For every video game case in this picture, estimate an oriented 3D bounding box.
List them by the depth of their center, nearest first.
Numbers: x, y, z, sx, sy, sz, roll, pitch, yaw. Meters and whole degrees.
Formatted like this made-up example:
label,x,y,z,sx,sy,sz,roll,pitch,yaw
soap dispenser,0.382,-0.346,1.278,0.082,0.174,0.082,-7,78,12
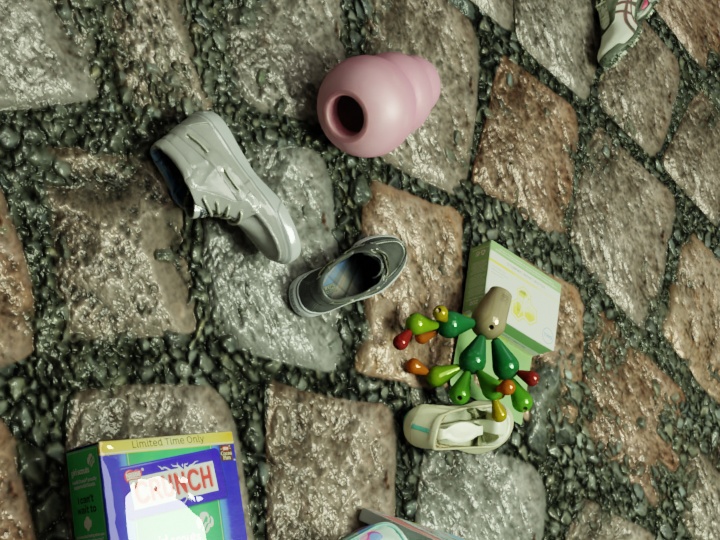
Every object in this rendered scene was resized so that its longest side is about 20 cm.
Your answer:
label,x,y,z,sx,sy,sz,roll,pitch,yaw
video game case,0.113,0.323,1.663,0.199,0.143,0.018,24,83,-36

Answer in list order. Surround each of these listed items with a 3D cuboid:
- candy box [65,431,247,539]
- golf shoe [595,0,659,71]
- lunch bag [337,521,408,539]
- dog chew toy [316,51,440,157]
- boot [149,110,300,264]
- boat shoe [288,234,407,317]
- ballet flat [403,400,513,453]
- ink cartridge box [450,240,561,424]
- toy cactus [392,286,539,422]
label,x,y,z,sx,sy,sz,roll,pitch,yaw
candy box,-0.198,0.267,1.429,0.168,0.077,0.202,0,75,-43
golf shoe,0.395,-0.385,2.220,0.088,0.077,0.200,36,50,-5
lunch bag,0.018,0.384,1.551,0.160,0.077,0.201,-26,84,-23
dog chew toy,0.033,-0.216,1.780,0.200,0.124,0.125,-33,100,-52
boot,-0.155,-0.075,1.594,0.095,0.073,0.201,-39,96,-37
boat shoe,0.000,0.000,1.710,0.199,0.066,0.070,-21,91,-45
ballet flat,0.140,0.197,1.778,0.199,0.069,0.070,0,76,-43
ink cartridge box,0.193,0.081,1.882,0.145,0.048,0.201,31,55,-33
toy cactus,0.147,0.089,1.775,0.199,0.102,0.166,29,61,-5
